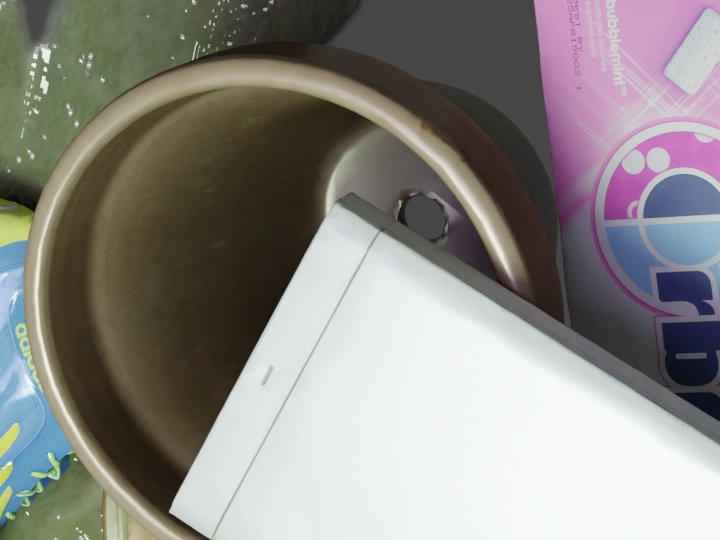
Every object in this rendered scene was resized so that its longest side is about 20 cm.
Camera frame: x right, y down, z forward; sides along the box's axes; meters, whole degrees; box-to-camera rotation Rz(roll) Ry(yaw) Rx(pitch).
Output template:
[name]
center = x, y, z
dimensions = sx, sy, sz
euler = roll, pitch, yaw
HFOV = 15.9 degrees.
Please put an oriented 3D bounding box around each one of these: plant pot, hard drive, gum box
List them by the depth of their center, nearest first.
[hard drive]
center = 0.047, 0.082, 0.874
dimensions = 0.200, 0.027, 0.132
euler = 32, 110, 10
[gum box]
center = 0.136, -0.026, 0.944
dimensions = 0.113, 0.066, 0.200
euler = -3, 99, 30
[plant pot]
center = 0.000, 0.000, 0.984
dimensions = 0.200, 0.175, 0.200
euler = 7, 108, 21

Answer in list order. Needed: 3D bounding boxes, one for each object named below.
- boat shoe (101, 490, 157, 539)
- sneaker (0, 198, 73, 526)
[boat shoe]
center = -0.055, 0.172, 1.123
dimensions = 0.066, 0.074, 0.200
euler = -17, 101, 13
[sneaker]
center = -0.150, 0.072, 1.123
dimensions = 0.105, 0.076, 0.200
euler = 14, 110, 17
